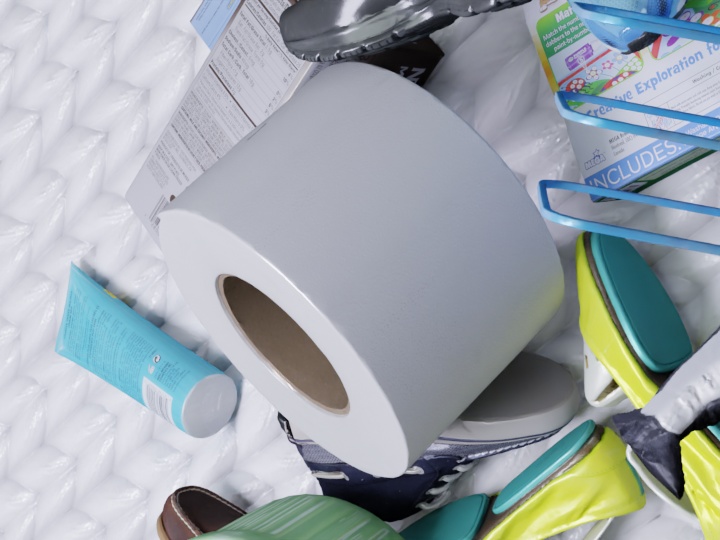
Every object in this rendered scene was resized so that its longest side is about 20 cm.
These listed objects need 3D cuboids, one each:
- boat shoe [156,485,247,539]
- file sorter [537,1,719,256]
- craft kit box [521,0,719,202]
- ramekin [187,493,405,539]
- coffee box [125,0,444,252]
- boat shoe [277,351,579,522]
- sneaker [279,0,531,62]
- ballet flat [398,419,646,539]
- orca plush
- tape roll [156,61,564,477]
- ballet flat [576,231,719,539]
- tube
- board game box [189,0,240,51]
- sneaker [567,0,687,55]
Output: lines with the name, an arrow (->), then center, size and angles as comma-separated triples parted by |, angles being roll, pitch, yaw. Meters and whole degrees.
boat shoe -> -0.060, 0.209, 1.105 | 0.200, 0.070, 0.071 | 37, 123, 23
file sorter -> 0.162, -0.115, 0.762 | 0.122, 0.139, 0.202 | 11, 102, 2
craft kit box -> 0.181, -0.168, 0.889 | 0.199, 0.048, 0.199 | -28, 78, 38
ramekin -> -0.035, 0.237, 0.985 | 0.199, 0.098, 0.202 | 13, 114, 30
coffee box -> -0.052, -0.095, 1.047 | 0.080, 0.114, 0.200 | 52, 122, 28
boat shoe -> 0.051, 0.109, 1.013 | 0.198, 0.075, 0.093 | -3, 125, 27
sneaker -> 0.029, -0.172, 0.870 | 0.199, 0.076, 0.091 | -15, 98, 39
ballet flat -> 0.094, 0.163, 0.979 | 0.067, 0.067, 0.200 | 48, 125, -7
orca plush -> 0.233, 0.049, 0.821 | 0.200, 0.071, 0.105 | -45, 21, -9
tape roll -> 0.000, 0.000, 0.922 | 0.202, 0.139, 0.203 | 40, 159, 19
ballet flat -> 0.166, 0.071, 0.893 | 0.067, 0.067, 0.201 | -46, 67, 31
tube -> -0.174, 0.064, 1.210 | 0.199, 0.050, 0.078 | 28, 107, 41
board game box -> -0.039, -0.211, 1.089 | 0.200, 0.019, 0.103 | -52, 60, 30
sneaker -> 0.105, -0.205, 0.865 | 0.078, 0.090, 0.201 | -37, 70, 36
